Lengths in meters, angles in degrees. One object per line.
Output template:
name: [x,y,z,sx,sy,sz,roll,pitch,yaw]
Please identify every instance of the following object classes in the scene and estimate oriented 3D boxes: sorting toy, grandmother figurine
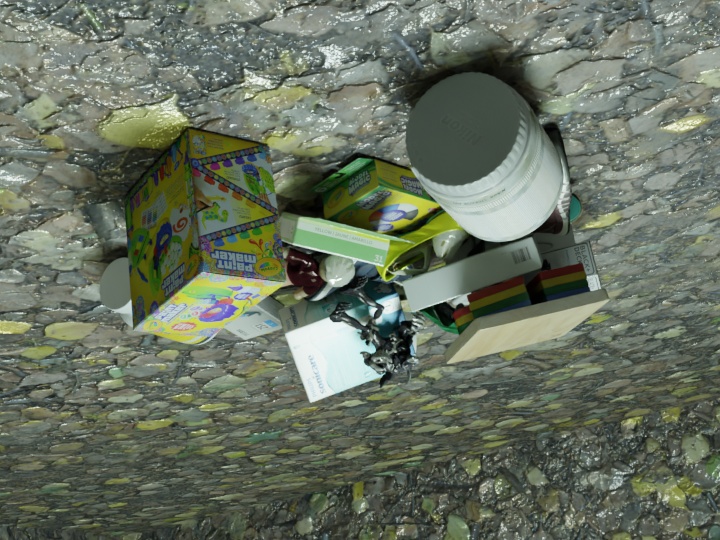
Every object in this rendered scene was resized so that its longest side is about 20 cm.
sorting toy: [0.229,0.060,1.446,0.197,0.070,0.200,-12,164,-13]
grandmother figurine: [-0.103,-0.001,1.538,0.198,0.061,0.121,-1,152,22]

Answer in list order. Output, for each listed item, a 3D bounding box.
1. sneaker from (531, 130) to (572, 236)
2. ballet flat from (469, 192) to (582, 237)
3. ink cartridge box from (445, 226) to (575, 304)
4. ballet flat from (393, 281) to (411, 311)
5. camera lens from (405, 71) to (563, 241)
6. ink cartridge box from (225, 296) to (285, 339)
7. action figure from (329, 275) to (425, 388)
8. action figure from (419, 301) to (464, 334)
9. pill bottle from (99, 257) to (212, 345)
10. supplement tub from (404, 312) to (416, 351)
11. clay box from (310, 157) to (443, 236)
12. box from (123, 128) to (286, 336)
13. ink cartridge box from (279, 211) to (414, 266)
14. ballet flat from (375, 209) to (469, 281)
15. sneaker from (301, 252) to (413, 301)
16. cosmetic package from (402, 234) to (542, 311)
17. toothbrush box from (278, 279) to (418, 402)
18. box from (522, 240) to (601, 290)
sneaker: [0.238,-0.110,1.409,0.114,0.076,0.201,-8,142,6]
ballet flat: [0.237,-0.089,1.522,0.198,0.071,0.071,-9,158,-3]
ink cartridge box: [0.250,-0.017,1.663,0.143,0.085,0.200,1,156,-22]
ballet flat: [0.031,0.039,1.735,0.198,0.071,0.071,-1,157,-16]
camera lens: [0.157,-0.136,1.232,0.159,0.162,0.200,-17,157,20]
ink cartridge box: [-0.246,0.077,1.753,0.174,0.045,0.200,-17,157,15]
action figure: [0.040,0.108,1.568,0.200,0.119,0.102,46,156,-24]
action figure: [0.138,0.069,1.633,0.118,0.055,0.200,34,175,-17]
pill bottle: [-0.309,0.045,1.556,0.111,0.113,0.200,-20,156,25]
supplement tub: [-0.009,0.132,1.851,0.198,0.142,0.140,-1,157,-19]
clay box: [0.036,-0.101,1.423,0.199,0.048,0.114,11,151,-42]
box: [-0.207,-0.041,1.278,0.121,0.195,0.199,8,153,-36]
ink cartridge box: [-0.025,-0.042,1.394,0.144,0.048,0.200,13,-176,-19]
ballet flat: [0.103,-0.037,1.452,0.199,0.068,0.067,-24,153,31]
sneaker: [0.001,0.001,1.619,0.145,0.078,0.202,8,151,-31]
cosmetic package: [0.171,0.002,1.476,0.198,0.052,0.151,-19,-178,12]
toothbrush box: [-0.021,0.111,1.665,0.198,0.085,0.148,-21,119,-4]
box: [0.280,0.023,1.580,0.198,0.061,0.117,-14,156,12]
